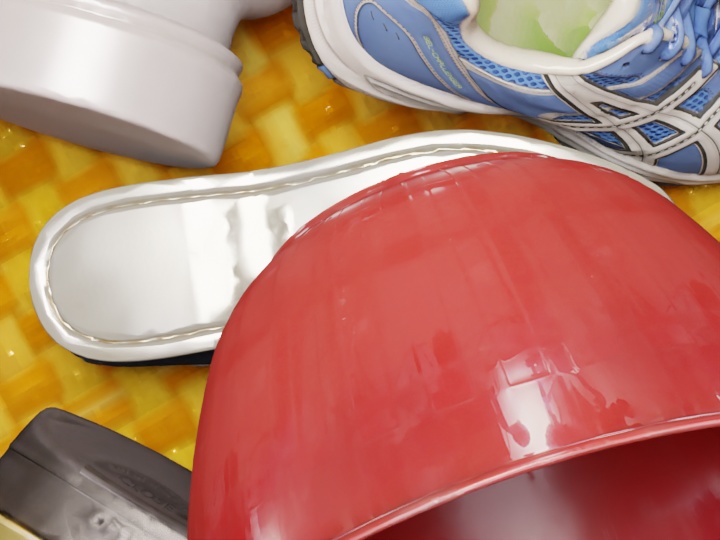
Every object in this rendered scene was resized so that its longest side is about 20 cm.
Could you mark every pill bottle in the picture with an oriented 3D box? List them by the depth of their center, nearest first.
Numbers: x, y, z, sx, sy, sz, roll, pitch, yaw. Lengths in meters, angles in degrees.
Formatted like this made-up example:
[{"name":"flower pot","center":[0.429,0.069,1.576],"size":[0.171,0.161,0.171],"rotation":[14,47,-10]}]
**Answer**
[{"name":"pill bottle","center":[-0.061,-0.140,0.886],"size":[0.119,0.120,0.201],"rotation":[15,83,3]}]

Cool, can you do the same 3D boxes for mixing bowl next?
[{"name":"mixing bowl","center":[0.035,0.038,0.791],"size":[0.199,0.200,0.109],"rotation":[-18,67,-1]}]

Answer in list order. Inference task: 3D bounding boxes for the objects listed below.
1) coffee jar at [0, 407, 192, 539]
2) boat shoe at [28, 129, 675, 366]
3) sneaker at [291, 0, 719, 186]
[{"name":"coffee jar","center":[-0.102,0.146,0.870],"size":[0.104,0.085,0.201],"rotation":[29,85,10]},{"name":"boat shoe","center":[0.000,0.000,0.897],"size":[0.199,0.062,0.075],"rotation":[-9,88,4]},{"name":"sneaker","center":[0.081,-0.067,0.870],"size":[0.199,0.077,0.076],"rotation":[5,86,-27]}]
